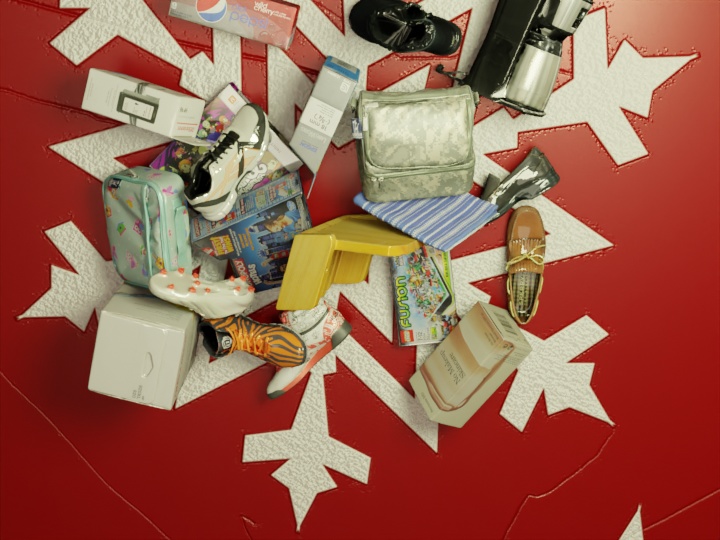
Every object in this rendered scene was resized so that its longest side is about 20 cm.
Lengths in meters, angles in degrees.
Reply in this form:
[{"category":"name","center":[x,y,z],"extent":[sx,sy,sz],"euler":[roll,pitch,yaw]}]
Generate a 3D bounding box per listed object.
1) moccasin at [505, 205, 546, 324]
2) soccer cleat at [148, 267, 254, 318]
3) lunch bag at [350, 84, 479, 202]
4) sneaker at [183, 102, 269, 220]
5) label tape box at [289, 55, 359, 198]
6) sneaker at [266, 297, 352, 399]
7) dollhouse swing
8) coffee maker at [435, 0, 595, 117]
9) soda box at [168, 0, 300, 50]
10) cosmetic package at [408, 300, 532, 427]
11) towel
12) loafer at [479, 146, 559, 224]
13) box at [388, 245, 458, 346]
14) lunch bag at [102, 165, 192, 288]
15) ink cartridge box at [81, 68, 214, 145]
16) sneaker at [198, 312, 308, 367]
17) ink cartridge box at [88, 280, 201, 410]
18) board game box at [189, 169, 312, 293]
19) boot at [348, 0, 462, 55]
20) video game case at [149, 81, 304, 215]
[{"category":"moccasin","center":[0.278,-0.009,1.694],"extent":[0.073,0.078,0.204],"euler":[6,108,0]},{"category":"soccer cleat","center":[-0.262,0.046,1.637],"extent":[0.198,0.070,0.078],"euler":[6,127,-41]},{"category":"lunch bag","center":[0.083,-0.212,1.569],"extent":[0.197,0.141,0.169],"euler":[-4,138,-2]},{"category":"sneaker","center":[-0.213,-0.179,1.594],"extent":[0.073,0.080,0.202],"euler":[24,88,32]},{"category":"label tape box","center":[-0.068,-0.233,1.599],"extent":[0.063,0.144,0.202],"euler":[23,107,-6]},{"category":"sneaker","center":[-0.119,0.128,1.761],"extent":[0.201,0.067,0.108],"euler":[-43,96,14]},{"category":"dollhouse swing","center":[0.000,0.000,1.616],"extent":[0.174,0.200,0.184],"euler":[23,110,18]},{"category":"coffee maker","center":[0.239,-0.365,1.553],"extent":[0.190,0.135,0.202],"euler":[20,107,-3]},{"category":"soda box","center":[-0.200,-0.415,1.589],"extent":[0.197,0.064,0.071],"euler":[16,109,-4]},{"category":"cosmetic package","center":[0.187,0.162,1.715],"extent":[0.087,0.104,0.201],"euler":[18,118,-41]},{"category":"towel","center":[0.103,-0.107,1.596],"extent":[0.199,0.144,0.024],"euler":[30,139,32]},{"category":"loafer","center":[0.231,-0.131,1.666],"extent":[0.199,0.073,0.073],"euler":[-31,96,1]},{"category":"box","center":[0.109,0.028,1.734],"extent":[0.108,0.035,0.203],"euler":[-7,107,5]},{"category":"lunch bag","center":[-0.351,-0.072,1.657],"extent":[0.159,0.077,0.203],"euler":[15,117,39]},{"category":"ink cartridge box","center":[-0.327,-0.260,1.594],"extent":[0.198,0.116,0.069],"euler":[19,100,8]},{"category":"sneaker","center":[-0.193,0.127,1.699],"extent":[0.198,0.112,0.079],"euler":[15,106,27]},{"category":"ink cartridge box","center":[-0.357,0.115,1.692],"extent":[0.143,0.200,0.149],"euler":[13,108,-2]},{"category":"board game box","center":[-0.177,-0.054,1.674],"extent":[0.197,0.062,0.201],"euler":[-13,136,0]},{"category":"boot","center":[0.045,-0.376,1.513],"extent":[0.198,0.168,0.077],"euler":[21,105,20]},{"category":"video game case","center":[-0.224,-0.181,1.679],"extent":[0.200,0.036,0.181],"euler":[-41,101,13]}]
